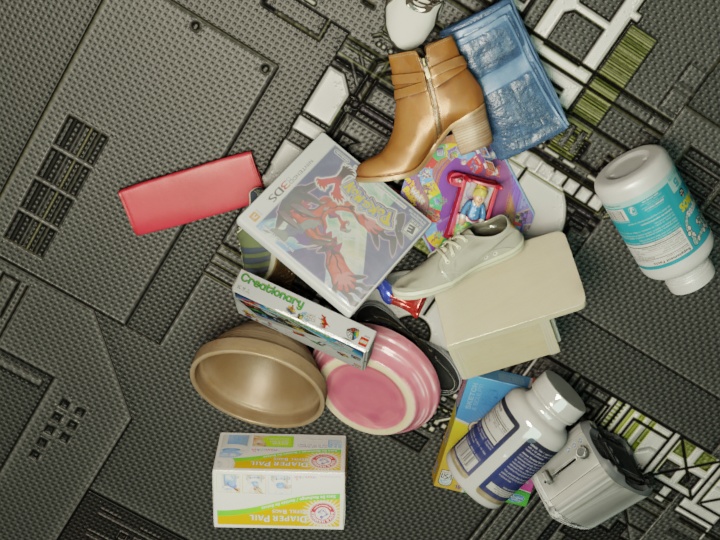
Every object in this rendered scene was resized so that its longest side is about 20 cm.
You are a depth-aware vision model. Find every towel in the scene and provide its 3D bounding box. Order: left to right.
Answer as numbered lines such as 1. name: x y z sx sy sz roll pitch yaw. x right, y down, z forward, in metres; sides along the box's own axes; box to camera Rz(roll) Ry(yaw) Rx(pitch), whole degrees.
1. towel: 0.192 -0.253 1.615 0.111 0.049 0.201 -26 108 7

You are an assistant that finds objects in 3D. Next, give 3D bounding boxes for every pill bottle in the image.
1. pill bottle: 0.228 0.241 1.747 0.111 0.111 0.200 39 108 -14
2. pill bottle: 0.413 -0.065 1.663 0.110 0.111 0.200 -30 110 12

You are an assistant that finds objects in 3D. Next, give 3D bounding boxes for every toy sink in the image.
1. toy sink: 0.213 0.051 1.687 0.199 0.131 0.112 -19 144 9

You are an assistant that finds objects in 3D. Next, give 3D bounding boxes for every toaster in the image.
1. toaster: 0.344 0.310 1.803 0.129 0.114 0.200 -38 144 19

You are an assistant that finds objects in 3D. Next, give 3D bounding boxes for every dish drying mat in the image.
1. dish drying mat: -0.236 -0.108 1.705 0.199 0.018 0.077 -16 112 6

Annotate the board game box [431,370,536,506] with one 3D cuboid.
1. board game box: 0.208 0.251 1.834 0.152 0.040 0.201 13 112 -5

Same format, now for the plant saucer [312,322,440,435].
1. plant saucer: 0.016 0.168 1.755 0.199 0.051 0.201 13 131 16

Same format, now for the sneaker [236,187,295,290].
1. sneaker: -0.138 -0.032 1.714 0.090 0.067 0.201 43 138 26

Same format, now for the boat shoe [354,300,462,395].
1. boat shoe: 0.072 0.123 1.769 0.070 0.066 0.200 -41 106 16

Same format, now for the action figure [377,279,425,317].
1. action figure: 0.000 0.000 1.706 0.199 0.065 0.052 25 83 8

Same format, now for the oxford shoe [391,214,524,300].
1. oxford shoe: 0.128 -0.020 1.637 0.199 0.075 0.058 -26 120 -9

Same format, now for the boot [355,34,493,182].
1. boot: 0.064 -0.209 1.591 0.199 0.077 0.156 -20 104 14

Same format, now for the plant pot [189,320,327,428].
1. plant pot: -0.138 0.137 1.744 0.200 0.093 0.201 11 143 8

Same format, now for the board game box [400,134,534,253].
1. board game box: 0.153 -0.089 1.674 0.158 0.039 0.201 -31 108 -2

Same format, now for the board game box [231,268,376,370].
1. board game box: -0.076 0.069 1.635 0.199 0.126 0.035 25 74 5

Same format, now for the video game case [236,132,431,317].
1. video game case: -0.034 -0.064 1.619 0.200 0.023 0.182 40 66 6

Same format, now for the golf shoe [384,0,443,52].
1. golf shoe: 0.082 -0.371 1.551 0.077 0.095 0.201 16 113 -7

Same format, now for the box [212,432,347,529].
1. box: -0.119 0.318 1.829 0.199 0.113 0.102 1 113 -1

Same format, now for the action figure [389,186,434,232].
1. action figure: 0.012 -0.094 1.692 0.199 0.052 0.066 19 107 -9
